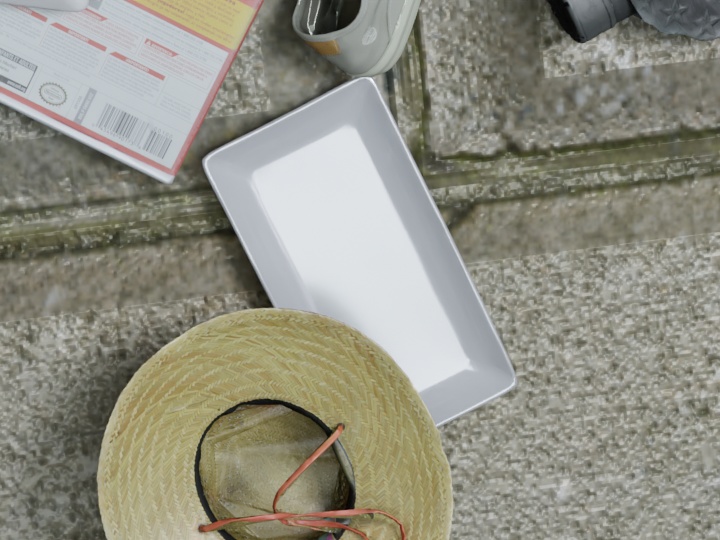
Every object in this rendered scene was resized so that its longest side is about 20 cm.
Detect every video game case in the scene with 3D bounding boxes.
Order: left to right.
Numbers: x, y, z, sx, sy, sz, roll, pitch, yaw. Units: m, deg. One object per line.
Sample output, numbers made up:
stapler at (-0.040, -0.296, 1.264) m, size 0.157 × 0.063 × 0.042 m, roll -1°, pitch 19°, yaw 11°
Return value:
video game case at (-0.122, -0.166, 1.514) m, size 0.143 × 0.017 × 0.200 m, roll 26°, pitch 96°, yaw -12°

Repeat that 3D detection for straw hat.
straw hat at (-0.049, 0.114, 1.541) m, size 0.200 × 0.085 × 0.202 m, roll -1°, pitch 98°, yaw -5°

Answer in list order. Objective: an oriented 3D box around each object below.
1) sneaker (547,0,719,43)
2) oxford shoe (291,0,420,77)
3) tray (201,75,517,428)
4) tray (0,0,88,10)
sneaker at (0.137, -0.204, 1.527) m, size 0.104 × 0.060 × 0.200 m, roll -27°, pitch 107°, yaw -4°
oxford shoe at (0.011, -0.202, 1.496) m, size 0.058 × 0.075 × 0.201 m, roll 8°, pitch 104°, yaw -36°
tray at (0.000, 0.000, 1.561) m, size 0.107 × 0.022 × 0.200 m, roll -27°, pitch 103°, yaw -4°
tray at (-0.188, -0.242, 1.470) m, size 0.107 × 0.022 × 0.201 m, roll 6°, pitch 96°, yaw 1°
